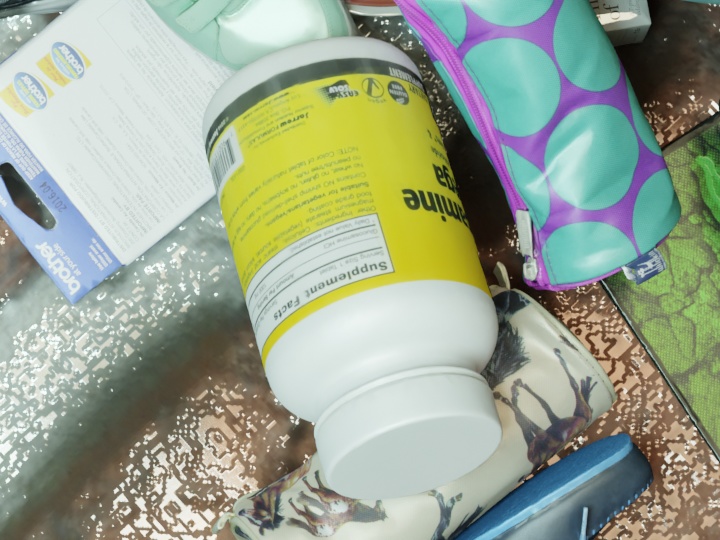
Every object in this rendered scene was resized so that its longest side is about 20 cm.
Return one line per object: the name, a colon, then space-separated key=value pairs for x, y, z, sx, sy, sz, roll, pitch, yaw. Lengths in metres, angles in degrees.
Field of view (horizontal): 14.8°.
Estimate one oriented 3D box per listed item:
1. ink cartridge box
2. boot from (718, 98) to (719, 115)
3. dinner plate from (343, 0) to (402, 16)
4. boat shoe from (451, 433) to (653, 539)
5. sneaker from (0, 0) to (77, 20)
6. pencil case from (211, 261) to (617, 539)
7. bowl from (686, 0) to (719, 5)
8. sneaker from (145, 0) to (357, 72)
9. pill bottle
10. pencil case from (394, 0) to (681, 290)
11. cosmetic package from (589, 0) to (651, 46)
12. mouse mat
ink cartridge box: x=-0.104 y=-0.090 z=1.394 sx=0.200 sy=0.042 sz=0.119 roll=-40 pitch=96 yaw=-7
boot: x=0.275 y=-0.024 z=1.363 sx=0.162 sy=0.073 sz=0.199 roll=-15 pitch=92 yaw=1
dinner plate: x=0.011 y=-0.226 z=1.371 sx=0.199 sy=0.024 sz=0.201 roll=0 pitch=95 yaw=-1
boat shoe: x=0.068 y=0.159 z=1.365 sx=0.200 sy=0.084 sz=0.069 roll=-38 pitch=92 yaw=12
sneaker: x=-0.183 y=-0.166 z=1.373 sx=0.199 sy=0.114 sz=0.076 roll=-21 pitch=84 yaw=-4
pencil case: x=0.025 y=0.091 z=1.363 sx=0.200 sy=0.078 sz=0.090 roll=-39 pitch=74 yaw=-5
bowl: x=0.144 y=-0.211 z=1.308 sx=0.105 sy=0.200 sz=0.202 roll=-11 pitch=82 yaw=36
sneaker: x=-0.087 y=-0.146 z=1.309 sx=0.200 sy=0.118 sz=0.074 roll=39 pitch=103 yaw=-9
pill bottle: x=0.000 y=0.000 z=1.305 sx=0.112 sy=0.113 sz=0.201 roll=-15 pitch=64 yaw=-2
pencil case: x=0.081 y=-0.086 z=1.342 sx=0.092 sy=0.085 sz=0.201 roll=-37 pitch=109 yaw=-25
cosmetic package: x=0.089 y=-0.211 z=1.413 sx=0.082 sy=0.051 sz=0.201 roll=-11 pitch=84 yaw=0
mouse mat: x=0.220 y=0.012 z=1.410 sx=0.161 sy=0.008 sz=0.200 roll=-33 pitch=85 yaw=-4
